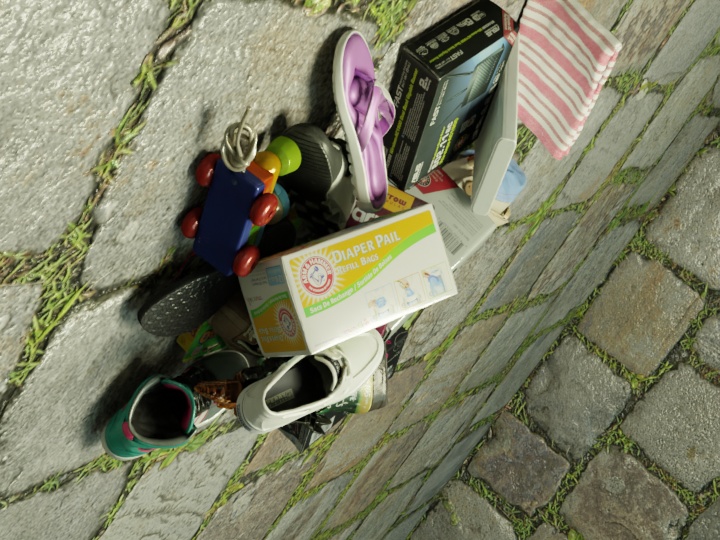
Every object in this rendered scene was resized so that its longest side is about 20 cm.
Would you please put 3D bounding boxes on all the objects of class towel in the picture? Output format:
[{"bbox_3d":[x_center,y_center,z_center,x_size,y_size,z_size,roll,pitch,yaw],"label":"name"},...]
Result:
[{"bbox_3d":[0.247,-0.259,1.429,0.030,0.147,0.202,-27,152,-33],"label":"towel"}]

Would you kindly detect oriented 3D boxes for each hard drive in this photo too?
[{"bbox_3d":[0.171,-0.189,1.401,0.133,0.026,0.202,106,-6,-50],"label":"hard drive"}]

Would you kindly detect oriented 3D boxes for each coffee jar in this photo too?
[{"bbox_3d":[-0.056,0.141,1.439,0.197,0.085,0.107,-5,95,-28],"label":"coffee jar"}]

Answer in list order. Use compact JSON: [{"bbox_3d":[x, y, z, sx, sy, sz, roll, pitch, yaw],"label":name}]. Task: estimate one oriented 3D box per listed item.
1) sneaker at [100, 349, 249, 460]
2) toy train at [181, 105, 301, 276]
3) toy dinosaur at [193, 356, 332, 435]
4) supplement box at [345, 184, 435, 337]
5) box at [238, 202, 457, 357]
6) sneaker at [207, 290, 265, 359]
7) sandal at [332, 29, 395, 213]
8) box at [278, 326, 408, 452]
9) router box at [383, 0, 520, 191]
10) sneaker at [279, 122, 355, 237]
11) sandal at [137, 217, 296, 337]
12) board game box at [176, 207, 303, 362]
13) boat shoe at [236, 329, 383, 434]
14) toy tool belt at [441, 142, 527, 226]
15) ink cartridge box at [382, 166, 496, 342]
[{"bbox_3d":[-0.199,0.145,1.268,0.199,0.084,0.120,-33,-179,-27],"label":"sneaker"},{"bbox_3d":[-0.097,-0.099,1.083,0.116,0.084,0.202,-43,163,-47],"label":"toy train"},{"bbox_3d":[-0.105,0.145,1.256,0.134,0.104,0.199,-13,-174,37],"label":"toy dinosaur"},{"bbox_3d":[0.000,0.000,1.315,0.086,0.109,0.203,111,3,-74],"label":"supplement box"},{"bbox_3d":[-0.014,0.011,1.171,0.198,0.103,0.112,-21,-175,-31],"label":"box"},{"bbox_3d":[-0.121,0.078,1.288,0.071,0.075,0.200,-48,161,0],"label":"sneaker"},{"bbox_3d":[0.015,-0.155,1.153,0.083,0.049,0.205,-60,148,-47],"label":"sandal"},{"bbox_3d":[-0.046,0.139,1.593,0.199,0.115,0.133,-36,159,-30],"label":"box"},{"bbox_3d":[0.100,-0.208,1.325,0.149,0.062,0.201,-36,158,-31],"label":"router box"},{"bbox_3d":[-0.040,-0.118,1.201,0.089,0.073,0.201,-61,165,-19],"label":"sneaker"},{"bbox_3d":[-0.156,0.002,1.180,0.199,0.045,0.076,-36,150,-23],"label":"sandal"},{"bbox_3d":[-0.143,0.018,1.277,0.095,0.030,0.202,-17,141,-57],"label":"board game box"},{"bbox_3d":[-0.039,0.113,1.174,0.199,0.074,0.065,-33,-178,-36],"label":"boat shoe"},{"bbox_3d":[0.187,-0.133,1.578,0.123,0.125,0.199,-48,164,26],"label":"toy tool belt"},{"bbox_3d":[0.051,-0.032,1.418,0.200,0.146,0.083,-43,174,-15],"label":"ink cartridge box"}]
